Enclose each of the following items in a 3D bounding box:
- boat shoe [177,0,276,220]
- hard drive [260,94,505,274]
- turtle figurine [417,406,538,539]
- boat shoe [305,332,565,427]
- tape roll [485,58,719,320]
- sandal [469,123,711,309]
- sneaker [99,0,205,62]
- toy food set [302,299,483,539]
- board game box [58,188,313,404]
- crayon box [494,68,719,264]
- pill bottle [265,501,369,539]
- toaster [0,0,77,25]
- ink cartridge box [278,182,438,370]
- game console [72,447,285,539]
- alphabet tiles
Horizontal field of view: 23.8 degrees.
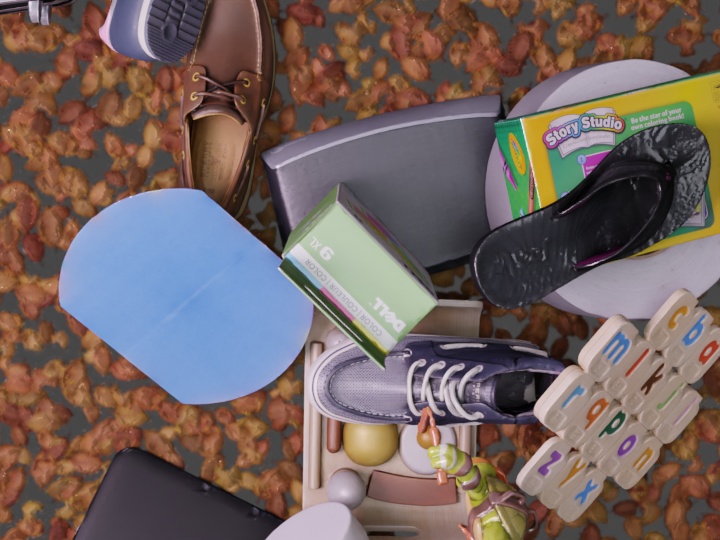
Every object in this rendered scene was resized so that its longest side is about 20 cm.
[{"bbox_3d":[-0.105,-0.131,1.333,0.072,0.068,0.201,6,95,-3],"label":"boat shoe"},{"bbox_3d":[0.030,-0.058,1.357,0.199,0.042,0.136,-13,96,-1],"label":"hard drive"},{"bbox_3d":[0.103,0.199,1.270,0.064,0.162,0.200,-20,135,4],"label":"turtle figurine"},{"bbox_3d":[0.063,0.084,1.300,0.199,0.093,0.075,-5,96,-13],"label":"boat shoe"},{"bbox_3d":[0.201,-0.062,1.330,0.199,0.066,0.202,0,91,-15],"label":"tape roll"},{"bbox_3d":[0.172,-0.034,1.204,0.200,0.048,0.076,-33,100,-10],"label":"sandal"},{"bbox_3d":[-0.150,-0.258,1.322,0.070,0.082,0.201,34,71,-46],"label":"sneaker"},{"bbox_3d":[0.025,0.120,1.365,0.143,0.060,0.201,1,96,-2],"label":"toy food set"},{"bbox_3d":[-0.133,0.012,1.346,0.158,0.039,0.200,-39,114,23],"label":"board game box"},{"bbox_3d":[0.209,-0.076,1.268,0.199,0.058,0.119,-14,95,-14],"label":"crayon box"},{"bbox_3d":[0.004,0.284,1.328,0.119,0.120,0.200,-32,111,1],"label":"pill bottle"},{"bbox_3d":[-0.269,-0.282,1.260,0.118,0.181,0.201,-3,96,-5],"label":"toaster"},{"bbox_3d":[0.000,0.000,1.240,0.059,0.200,0.104,-44,95,6],"label":"ink cartridge box"},{"bbox_3d":[-0.151,0.275,1.394,0.199,0.117,0.176,27,124,-4],"label":"game console"},{"bbox_3d":[0.202,0.105,1.321,0.196,0.200,0.015,-49,54,2],"label":"alphabet tiles"}]
